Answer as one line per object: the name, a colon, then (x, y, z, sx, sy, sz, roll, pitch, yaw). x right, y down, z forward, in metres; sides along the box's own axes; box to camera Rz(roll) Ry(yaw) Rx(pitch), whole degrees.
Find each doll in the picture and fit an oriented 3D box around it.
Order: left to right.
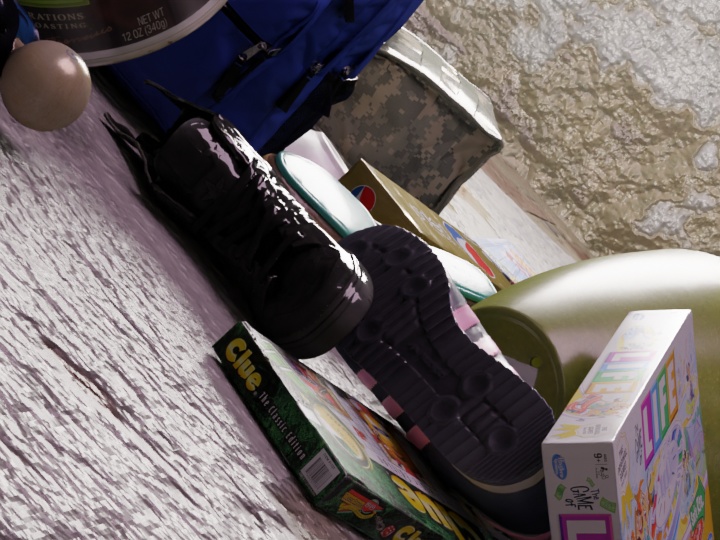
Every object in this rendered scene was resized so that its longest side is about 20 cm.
doll: (-0.191, -0.136, 1.091, 0.200, 0.048, 0.136, 49, -4, 15)

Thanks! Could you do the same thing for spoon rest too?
spoon rest: (-0.058, -0.087, 1.579, 0.200, 0.061, 0.099, 58, 4, -27)

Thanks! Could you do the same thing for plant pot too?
plant pot: (0.124, 0.073, 1.360, 0.200, 0.187, 0.187, 8, 38, -55)

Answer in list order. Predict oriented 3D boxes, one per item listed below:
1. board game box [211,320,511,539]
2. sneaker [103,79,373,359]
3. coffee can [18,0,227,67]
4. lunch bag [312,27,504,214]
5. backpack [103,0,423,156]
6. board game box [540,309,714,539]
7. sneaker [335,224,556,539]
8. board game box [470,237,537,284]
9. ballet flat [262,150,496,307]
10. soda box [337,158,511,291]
board game box: (0.015, 0.098, 1.137, 0.200, 0.023, 0.105, 37, 15, -51)
sneaker: (-0.064, -0.030, 1.225, 0.104, 0.060, 0.200, 45, 3, -24)
coffee can: (-0.140, -0.216, 1.151, 0.146, 0.146, 0.200, 54, -14, 40)
lunch bag: (0.007, -0.144, 1.939, 0.200, 0.118, 0.164, 40, 10, -8)
backpack: (-0.054, -0.164, 1.406, 0.163, 0.200, 0.168, 48, 8, 0)
board game box: (0.132, 0.112, 1.188, 0.200, 0.034, 0.135, -44, 128, -66)
sneaker: (0.040, 0.059, 1.209, 0.200, 0.070, 0.082, 57, -5, 45)
board game box: (0.124, 0.050, 1.796, 0.200, 0.062, 0.200, 46, 9, -7)
ballet flat: (0.000, 0.000, 1.399, 0.200, 0.063, 0.069, 31, 25, -40)
soda box: (0.034, 0.000, 1.559, 0.068, 0.064, 0.200, 51, 9, 26)
